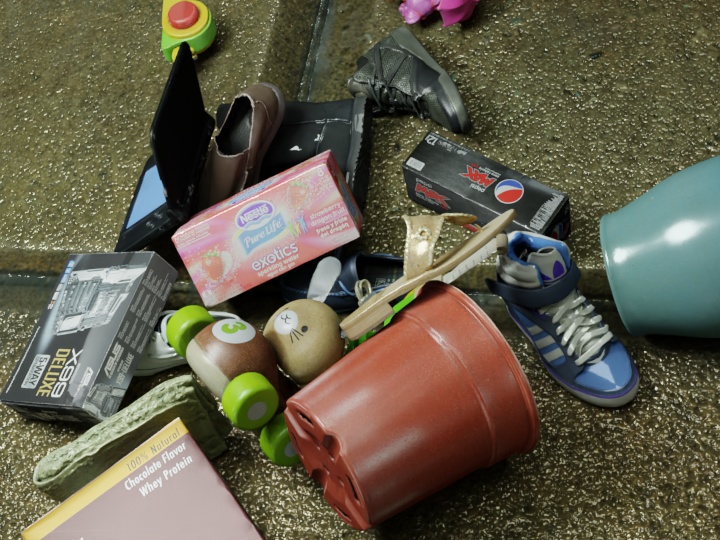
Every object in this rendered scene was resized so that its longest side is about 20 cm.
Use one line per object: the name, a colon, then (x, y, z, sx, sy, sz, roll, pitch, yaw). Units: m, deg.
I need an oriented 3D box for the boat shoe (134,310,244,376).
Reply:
boat shoe: (-0.218, 0.072, 1.502, 0.197, 0.067, 0.074, -7, 56, 10)

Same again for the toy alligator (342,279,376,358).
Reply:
toy alligator: (-0.002, 0.112, 1.431, 0.054, 0.059, 0.202, -31, 56, 45)

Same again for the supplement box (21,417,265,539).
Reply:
supplement box: (-0.195, 0.302, 1.308, 0.196, 0.133, 0.200, -35, 57, -11)

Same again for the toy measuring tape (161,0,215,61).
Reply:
toy measuring tape: (-0.232, -0.360, 1.780, 0.073, 0.074, 0.202, -7, 57, 8)

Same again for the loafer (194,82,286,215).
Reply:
loafer: (-0.160, -0.136, 1.577, 0.073, 0.071, 0.202, 27, 104, 26)

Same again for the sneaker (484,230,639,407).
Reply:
sneaker: (0.215, 0.042, 1.378, 0.080, 0.147, 0.200, -35, 56, -11)

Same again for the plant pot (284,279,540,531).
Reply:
plant pot: (0.041, 0.145, 1.299, 0.194, 0.202, 0.201, -30, 55, -20)

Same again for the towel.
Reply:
towel: (-0.237, 0.194, 1.383, 0.199, 0.149, 0.037, -33, 54, -7)

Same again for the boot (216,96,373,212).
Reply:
boot: (-0.089, -0.137, 1.612, 0.197, 0.066, 0.167, 0, 61, 14)

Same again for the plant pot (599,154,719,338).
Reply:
plant pot: (0.358, -0.015, 1.369, 0.186, 0.200, 0.202, -16, 54, 20)

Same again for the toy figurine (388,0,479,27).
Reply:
toy figurine: (0.082, -0.399, 1.723, 0.199, 0.150, 0.186, -30, 63, 19)

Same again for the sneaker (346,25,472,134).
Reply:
sneaker: (0.057, -0.218, 1.629, 0.114, 0.077, 0.200, -32, 53, -7)

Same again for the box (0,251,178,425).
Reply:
box: (-0.311, 0.076, 1.492, 0.156, 0.050, 0.202, -1, 58, 41)

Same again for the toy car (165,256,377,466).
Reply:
toy car: (-0.076, 0.072, 1.389, 0.200, 0.158, 0.164, -43, 46, -5)

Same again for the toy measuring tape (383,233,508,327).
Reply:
toy measuring tape: (0.104, 0.035, 1.423, 0.199, 0.073, 0.074, -37, 48, 31)

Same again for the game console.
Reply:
game console: (-0.249, -0.143, 1.559, 0.175, 0.116, 0.201, -29, 32, 30)

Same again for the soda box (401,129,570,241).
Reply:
soda box: (0.147, -0.085, 1.522, 0.199, 0.071, 0.063, 29, 66, 27)

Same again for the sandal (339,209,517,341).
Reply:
sandal: (0.054, -0.020, 1.300, 0.211, 0.078, 0.070, -37, 95, 4)

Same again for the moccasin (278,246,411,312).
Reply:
moccasin: (0.000, 0.000, 1.501, 0.197, 0.068, 0.081, -4, 56, 10)

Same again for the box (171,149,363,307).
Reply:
box: (-0.105, -0.049, 1.498, 0.198, 0.095, 0.103, -25, 12, 9)
